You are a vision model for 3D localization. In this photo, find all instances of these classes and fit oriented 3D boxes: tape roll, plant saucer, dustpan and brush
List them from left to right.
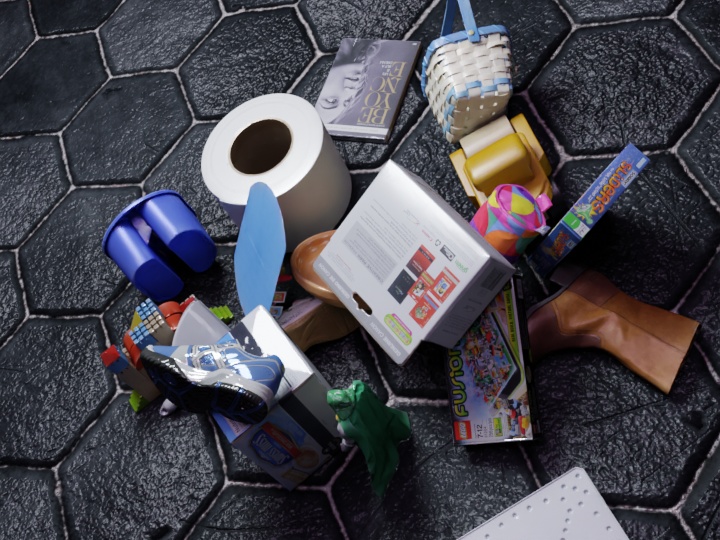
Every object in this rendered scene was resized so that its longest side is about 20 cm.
[{"bbox_3d":[-0.231,0.146,1.323,0.139,0.057,0.200,42,108,-2],"label":"dustpan and brush"},{"bbox_3d":[-0.127,-0.149,1.444,0.199,0.140,0.206,-9,57,15],"label":"tape roll"},{"bbox_3d":[0.000,0.000,1.318,0.196,0.038,0.201,1,29,-1],"label":"plant saucer"}]

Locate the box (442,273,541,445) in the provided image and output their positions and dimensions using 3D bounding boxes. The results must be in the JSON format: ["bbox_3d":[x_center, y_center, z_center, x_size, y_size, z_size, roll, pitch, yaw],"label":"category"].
[{"bbox_3d":[0.160,0.113,1.183,0.108,0.035,0.204,-11,80,29],"label":"box"}]

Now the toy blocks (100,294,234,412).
[{"bbox_3d":[-0.287,0.100,1.360,0.199,0.137,0.100,-38,55,-5],"label":"toy blocks"}]

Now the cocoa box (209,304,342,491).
[{"bbox_3d":[-0.109,0.169,1.211,0.131,0.201,0.134,-39,56,-5],"label":"cocoa box"}]

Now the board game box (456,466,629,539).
[{"bbox_3d":[0.222,0.361,1.078,0.198,0.026,0.201,-31,54,1],"label":"board game box"}]

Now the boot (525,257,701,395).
[{"bbox_3d":[0.303,0.102,1.192,0.198,0.069,0.189,31,68,25],"label":"boot"}]

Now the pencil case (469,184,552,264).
[{"bbox_3d":[0.166,-0.023,1.235,0.201,0.087,0.089,-53,42,40],"label":"pencil case"}]

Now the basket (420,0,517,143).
[{"bbox_3d":[0.157,-0.308,1.414,0.137,0.177,0.203,-15,69,-5],"label":"basket"}]

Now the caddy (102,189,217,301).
[{"bbox_3d":[-0.305,-0.043,1.423,0.141,0.200,0.105,-41,72,-5],"label":"caddy"}]

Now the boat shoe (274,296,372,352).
[{"bbox_3d":[-0.072,0.066,1.337,0.198,0.072,0.069,-26,35,-8],"label":"boat shoe"}]

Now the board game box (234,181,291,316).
[{"bbox_3d":[-0.126,-0.022,1.310,0.038,0.202,0.159,0,36,-27],"label":"board game box"}]

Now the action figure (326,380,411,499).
[{"bbox_3d":[0.004,0.190,1.155,0.054,0.201,0.120,3,61,22],"label":"action figure"}]

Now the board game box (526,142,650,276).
[{"bbox_3d":[0.286,-0.072,1.206,0.034,0.200,0.136,41,80,7],"label":"board game box"}]

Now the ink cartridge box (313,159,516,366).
[{"bbox_3d":[0.062,-0.004,1.185,0.176,0.083,0.200,-51,58,13],"label":"ink cartridge box"}]

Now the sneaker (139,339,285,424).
[{"bbox_3d":[-0.175,0.122,1.110,0.197,0.077,0.077,13,46,28],"label":"sneaker"}]

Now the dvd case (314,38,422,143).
[{"bbox_3d":[0.006,-0.301,1.557,0.146,0.016,0.203,9,65,25],"label":"dvd case"}]

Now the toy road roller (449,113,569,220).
[{"bbox_3d":[0.196,-0.145,1.306,0.122,0.146,0.202,-28,53,11],"label":"toy road roller"}]
